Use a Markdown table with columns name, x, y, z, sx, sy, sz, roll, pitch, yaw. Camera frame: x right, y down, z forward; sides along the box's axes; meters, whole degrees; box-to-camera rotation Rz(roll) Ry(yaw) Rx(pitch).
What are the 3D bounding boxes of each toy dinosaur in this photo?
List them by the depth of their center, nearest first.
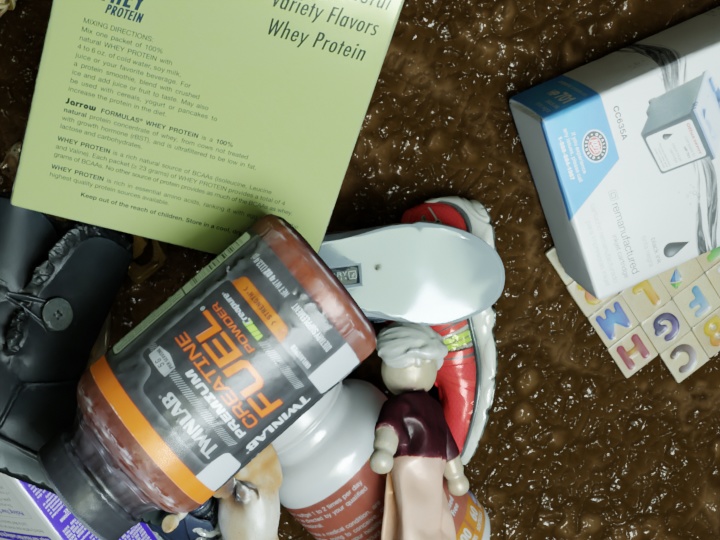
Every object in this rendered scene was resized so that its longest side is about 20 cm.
| name | x | y | z | sx | sy | sz | roll | pitch | yaw |
| --- | --- | --- | --- | --- | --- | --- | --- | --- | --- |
| toy dinosaur | -0.191 | 0.000 | 0.878 | 0.105 | 0.060 | 0.203 | -15 | 100 | 10 |

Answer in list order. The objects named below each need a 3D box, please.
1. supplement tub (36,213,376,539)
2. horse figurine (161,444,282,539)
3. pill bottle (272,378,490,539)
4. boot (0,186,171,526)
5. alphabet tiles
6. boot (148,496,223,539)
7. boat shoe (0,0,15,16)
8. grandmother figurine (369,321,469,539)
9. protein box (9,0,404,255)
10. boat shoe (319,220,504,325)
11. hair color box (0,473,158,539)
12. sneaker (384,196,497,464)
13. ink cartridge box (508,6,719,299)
| name | x | y | z | sx | sy | sz | roll | pitch | yaw |
| --- | --- | --- | --- | --- | --- | --- | --- | --- | --- |
| supplement tub | -0.093 | 0.068 | 0.731 | 0.200 | 0.107 | 0.107 | -42 | 111 | -5 |
| horse figurine | -0.087 | 0.171 | 0.843 | 0.049 | 0.132 | 0.204 | 2 | 108 | 23 |
| pill bottle | 0.000 | 0.156 | 0.928 | 0.112 | 0.112 | 0.200 | -40 | 111 | 2 |
| boot | -0.179 | 0.059 | 0.801 | 0.199 | 0.076 | 0.170 | 30 | 72 | -29 |
| alphabet tiles | 0.245 | -0.013 | 0.985 | 0.166 | 0.006 | 0.201 | -37 | 110 | 0 |
| boot | -0.115 | 0.193 | 0.916 | 0.200 | 0.090 | 0.073 | 41 | 62 | -20 |
| boat shoe | -0.246 | -0.194 | 0.788 | 0.068 | 0.074 | 0.204 | 2 | 106 | -7 |
| grandmother figurine | 0.037 | 0.131 | 0.858 | 0.060 | 0.121 | 0.204 | -9 | 71 | 19 |
| protein box | -0.098 | -0.135 | 0.782 | 0.195 | 0.136 | 0.202 | 13 | 118 | -14 |
| boat shoe | 0.000 | 0.000 | 0.885 | 0.196 | 0.091 | 0.072 | -1 | 94 | -4 |
| hair color box | -0.225 | 0.160 | 0.878 | 0.065 | 0.108 | 0.202 | -45 | 115 | -37 |
| sneaker | 0.059 | 0.045 | 0.936 | 0.083 | 0.077 | 0.204 | -2 | 97 | -1 |
| ink cartridge box | 0.229 | -0.091 | 0.911 | 0.197 | 0.086 | 0.148 | -23 | 110 | -2 |
